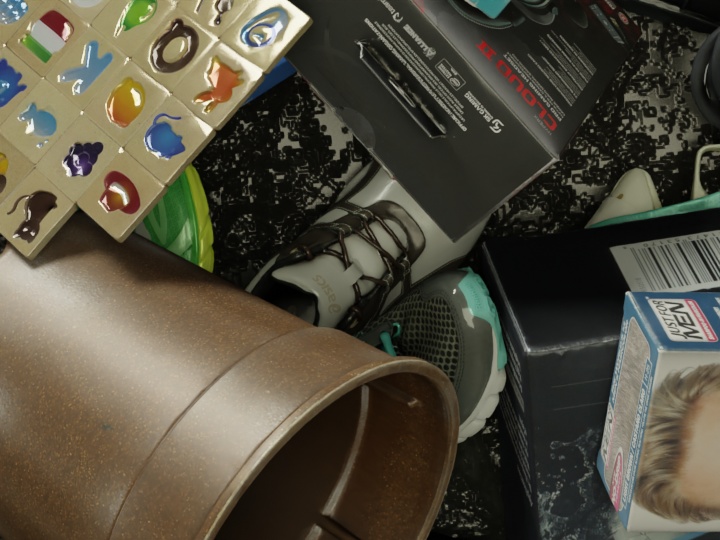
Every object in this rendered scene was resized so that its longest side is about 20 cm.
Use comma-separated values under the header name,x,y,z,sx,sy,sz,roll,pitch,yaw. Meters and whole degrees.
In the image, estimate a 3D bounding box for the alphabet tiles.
name,x,y,z,sx,sy,sz,roll,pitch,yaw
alphabet tiles,-0.117,-0.106,1.081,0.200,0.006,0.166,-49,56,-3

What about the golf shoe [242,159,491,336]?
name,x,y,z,sx,sy,sz,roll,pitch,yaw
golf shoe,0.000,0.000,1.208,0.200,0.094,0.078,-43,95,2

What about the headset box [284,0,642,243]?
name,x,y,z,sx,sy,sz,roll,pitch,yaw
headset box,0.044,-0.117,1.137,0.149,0.200,0.077,47,121,-5

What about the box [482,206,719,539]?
name,x,y,z,sx,sy,sz,roll,pitch,yaw
box,0.174,0.081,1.174,0.196,0.118,0.200,-9,120,-4

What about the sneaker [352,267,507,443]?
name,x,y,z,sx,sy,sz,roll,pitch,yaw
sneaker,-0.001,0.068,1.166,0.091,0.200,0.078,-6,60,-36

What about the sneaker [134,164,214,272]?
name,x,y,z,sx,sy,sz,roll,pitch,yaw
sneaker,-0.135,0.026,1.208,0.083,0.074,0.200,16,97,-30

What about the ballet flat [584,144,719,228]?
name,x,y,z,sx,sy,sz,roll,pitch,yaw
ballet flat,0.176,-0.027,1.231,0.200,0.067,0.071,-15,73,0

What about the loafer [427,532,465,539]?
name,x,y,z,sx,sy,sz,roll,pitch,yaw
loafer,-0.026,0.165,1.226,0.199,0.073,0.072,13,88,-8

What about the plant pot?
name,x,y,z,sx,sy,sz,roll,pitch,yaw
plant pot,-0.093,0.082,1.074,0.198,0.200,0.201,31,96,27

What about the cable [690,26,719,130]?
name,x,y,z,sx,sy,sz,roll,pitch,yaw
cable,0.256,-0.119,1.141,0.163,0.200,0.051,-3,61,-39

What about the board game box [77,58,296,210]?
name,x,y,z,sx,sy,sz,roll,pitch,yaw
board game box,-0.122,-0.134,1.171,0.200,0.045,0.152,-34,85,-15

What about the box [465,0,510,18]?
name,x,y,z,sx,sy,sz,roll,pitch,yaw
box,0.054,-0.209,1.126,0.082,0.200,0.049,33,124,-17

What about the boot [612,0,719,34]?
name,x,y,z,sx,sy,sz,roll,pitch,yaw
boot,0.213,-0.169,1.154,0.198,0.163,0.074,13,73,-2

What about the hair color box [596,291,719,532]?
name,x,y,z,sx,sy,sz,roll,pitch,yaw
hair color box,0.218,0.067,1.072,0.199,0.061,0.100,1,117,-10
